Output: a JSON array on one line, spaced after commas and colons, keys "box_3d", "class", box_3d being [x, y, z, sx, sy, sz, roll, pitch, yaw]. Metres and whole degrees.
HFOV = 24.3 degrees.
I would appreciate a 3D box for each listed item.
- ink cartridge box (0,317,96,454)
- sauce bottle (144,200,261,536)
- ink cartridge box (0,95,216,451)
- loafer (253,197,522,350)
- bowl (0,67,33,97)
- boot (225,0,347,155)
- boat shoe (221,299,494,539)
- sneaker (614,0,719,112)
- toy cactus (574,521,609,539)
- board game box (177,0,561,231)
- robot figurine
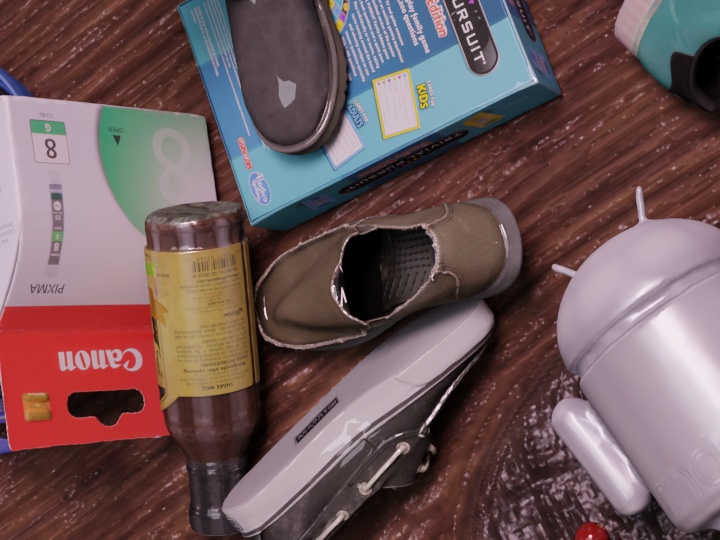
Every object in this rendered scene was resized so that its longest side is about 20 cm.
[{"box_3d": [-0.241, 0.014, 1.042, 0.136, 0.076, 0.201, -15, 79, 40], "class": "ink cartridge box"}, {"box_3d": [-0.093, 0.061, 1.016, 0.064, 0.065, 0.201, 1, 101, 26], "class": "sauce bottle"}, {"box_3d": [-0.151, 0.000, 1.010, 0.050, 0.161, 0.201, -18, 78, 39], "class": "ink cartridge box"}, {"box_3d": [0.000, 0.000, 0.970, 0.199, 0.069, 0.076, -22, 76, 42], "class": "loafer"}, {"box_3d": [-0.291, -0.053, 1.148, 0.200, 0.039, 0.202, -2, 86, 25], "class": "bowl"}, {"box_3d": [-0.088, -0.163, 0.917, 0.072, 0.200, 0.183, -14, 80, 25], "class": "boot"}, {"box_3d": [0.010, 0.096, 0.986, 0.200, 0.071, 0.064, -42, 103, 9], "class": "boat shoe"}, {"box_3d": [0.205, -0.168, 0.864, 0.080, 0.071, 0.200, 51, 144, 23], "class": "sneaker"}, {"box_3d": [0.066, 0.199, 0.918, 0.200, 0.102, 0.165, -42, 38, -12], "class": "toy cactus"}, {"box_3d": [0.002, -0.133, 1.009, 0.199, 0.047, 0.152, -25, 76, 22], "class": "board game box"}, {"box_3d": [0.179, 0.056, 0.875, 0.169, 0.113, 0.200, -41, 71, 20], "class": "robot figurine"}]
